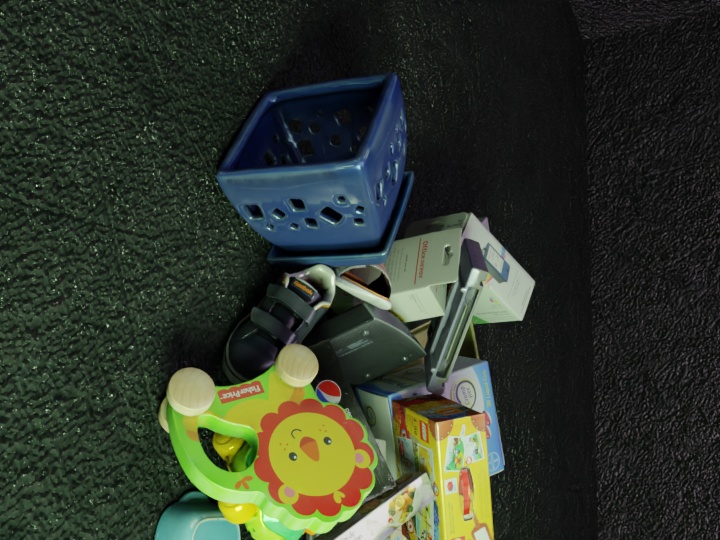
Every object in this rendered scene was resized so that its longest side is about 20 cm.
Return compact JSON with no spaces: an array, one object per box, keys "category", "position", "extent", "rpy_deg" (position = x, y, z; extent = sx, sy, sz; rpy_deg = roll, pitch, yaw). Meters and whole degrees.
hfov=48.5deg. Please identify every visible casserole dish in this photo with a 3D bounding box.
[{"category":"casserole dish","position":[-0.167,0.335,0.831],"extent":[0.121,0.038,0.202],"rpy_deg":[28,60,-59]}]

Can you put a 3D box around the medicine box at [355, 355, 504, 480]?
[{"category":"medicine box","position":[0.110,0.248,1.251],"extent":[0.198,0.103,0.184],"rpy_deg":[-14,98,-32]}]

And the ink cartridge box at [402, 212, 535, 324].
[{"category":"ink cartridge box","position":[0.176,0.001,1.349],"extent":[0.200,0.145,0.088],"rpy_deg":[44,57,-29]}]

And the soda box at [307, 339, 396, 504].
[{"category":"soda box","position":[-0.034,0.194,0.998],"extent":[0.070,0.063,0.201],"rpy_deg":[-20,77,-26]}]

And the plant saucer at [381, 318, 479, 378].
[{"category":"plant saucer","position":[0.112,0.176,1.345],"extent":[0.199,0.048,0.202],"rpy_deg":[-23,111,-28]}]

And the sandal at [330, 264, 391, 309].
[{"category":"sandal","position":[-0.007,-0.004,1.091],"extent":[0.079,0.207,0.060],"rpy_deg":[28,93,-22]}]

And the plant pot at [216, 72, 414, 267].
[{"category":"plant pot","position":[-0.040,-0.116,1.023],"extent":[0.201,0.198,0.181],"rpy_deg":[-70,149,-43]}]

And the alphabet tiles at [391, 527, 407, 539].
[{"category":"alphabet tiles","position":[0.064,0.487,1.297],"extent":[0.196,0.014,0.202],"rpy_deg":[43,48,-53]}]

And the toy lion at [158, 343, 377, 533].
[{"category":"toy lion","position":[-0.086,0.181,0.823],"extent":[0.198,0.069,0.193],"rpy_deg":[-9,58,-34]}]

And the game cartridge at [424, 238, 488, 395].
[{"category":"game cartridge","position":[0.134,0.064,1.169],"extent":[0.130,0.038,0.202],"rpy_deg":[-96,-158,-67]}]

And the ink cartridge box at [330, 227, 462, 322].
[{"category":"ink cartridge box","position":[0.064,0.015,1.180],"extent":[0.068,0.198,0.118],"rpy_deg":[58,31,-38]}]

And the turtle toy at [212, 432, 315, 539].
[{"category":"turtle toy","position":[-0.095,0.222,0.905],"extent":[0.146,0.100,0.201],"rpy_deg":[67,6,-46]}]

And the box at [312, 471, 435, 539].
[{"category":"box","position":[0.013,0.310,0.983],"extent":[0.199,0.041,0.039],"rpy_deg":[-23,93,-41]}]

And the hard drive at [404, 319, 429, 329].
[{"category":"hard drive","position":[0.082,0.049,1.411],"extent":[0.139,0.033,0.202],"rpy_deg":[-10,94,-64]}]

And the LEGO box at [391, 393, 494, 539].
[{"category":"LEGO box","position":[0.112,0.285,1.103],"extent":[0.076,0.149,0.202],"rpy_deg":[-7,95,-21]}]

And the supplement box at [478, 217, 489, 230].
[{"category":"supplement box","position":[0.186,-0.027,1.563],"extent":[0.200,0.100,0.104],"rpy_deg":[-41,121,-59]}]

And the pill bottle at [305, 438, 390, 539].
[{"category":"pill bottle","position":[-0.016,0.327,1.056],"extent":[0.114,0.113,0.202],"rpy_deg":[29,58,-59]}]

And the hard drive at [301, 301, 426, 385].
[{"category":"hard drive","position":[0.004,0.105,1.134],"extent":[0.200,0.134,0.043],"rpy_deg":[38,30,-58]}]

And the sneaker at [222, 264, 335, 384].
[{"category":"sneaker","position":[-0.094,0.057,0.964],"extent":[0.078,0.080,0.200],"rpy_deg":[35,39,2]}]
